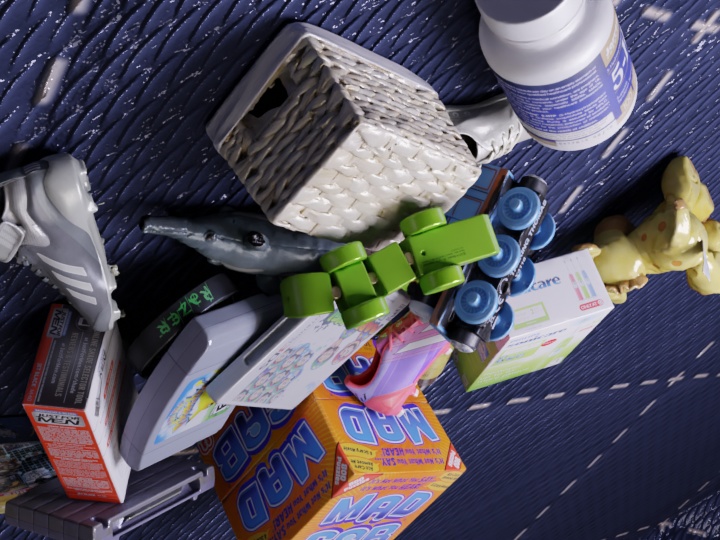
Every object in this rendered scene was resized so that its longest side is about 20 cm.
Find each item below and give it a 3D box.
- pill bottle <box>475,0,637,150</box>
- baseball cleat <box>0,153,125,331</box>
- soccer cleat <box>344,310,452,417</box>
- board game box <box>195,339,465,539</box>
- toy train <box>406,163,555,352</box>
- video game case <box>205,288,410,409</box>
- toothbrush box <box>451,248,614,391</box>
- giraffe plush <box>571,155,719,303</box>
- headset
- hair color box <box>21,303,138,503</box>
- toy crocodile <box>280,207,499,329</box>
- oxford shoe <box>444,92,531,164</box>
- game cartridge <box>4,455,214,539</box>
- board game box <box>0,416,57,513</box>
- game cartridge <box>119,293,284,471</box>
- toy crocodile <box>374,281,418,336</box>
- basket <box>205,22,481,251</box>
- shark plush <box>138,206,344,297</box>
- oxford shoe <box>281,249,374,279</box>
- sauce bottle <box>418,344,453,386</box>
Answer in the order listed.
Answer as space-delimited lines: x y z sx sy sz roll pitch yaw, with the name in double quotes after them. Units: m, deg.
0.171 -0.202 0.965 0.119 0.120 0.200 -36 149 7 "pill bottle"
-0.263 -0.016 0.917 0.106 0.070 0.201 -15 136 -14 "baseball cleat"
0.062 0.072 1.211 0.076 0.067 0.201 31 102 -13 "soccer cleat"
-0.041 0.217 1.300 0.199 0.201 0.200 9 131 -47 "board game box"
0.123 -0.016 1.134 0.201 0.114 0.087 -64 148 -9 "toy train"
-0.045 0.071 1.087 0.182 0.024 0.200 -43 162 7 "video game case"
0.205 0.066 1.362 0.144 0.087 0.200 -15 158 -17 "toothbrush box"
0.359 -0.026 1.363 0.161 0.174 0.200 -19 -163 29 "giraffe plush"
-0.165 0.071 1.068 0.123 0.094 0.200 -40 176 -16 "headset"
-0.266 0.134 1.060 0.063 0.112 0.201 5 144 1 "hair color box"
0.027 -0.001 0.935 0.199 0.068 0.062 -22 176 -16 "toy crocodile"
0.129 -0.136 1.086 0.199 0.058 0.076 -14 143 -30 "oxford shoe"
-0.266 0.242 1.170 0.129 0.039 0.200 3 -170 29 "game cartridge"
-0.405 0.207 1.127 0.199 0.035 0.136 4 135 -44 "board game box"
-0.156 0.111 1.047 0.133 0.041 0.201 -16 147 -49 "game cartridge"
0.040 0.012 1.224 0.199 0.062 0.068 -33 150 -6 "toy crocodile"
-0.009 -0.104 0.943 0.136 0.124 0.199 -46 146 23 "basket"
-0.104 -0.037 1.000 0.199 0.083 0.092 25 81 -32 "shark plush"
0.000 0.000 1.148 0.199 0.073 0.072 -20 148 -18 "oxford shoe"
0.098 0.062 1.331 0.064 0.065 0.201 -12 146 -29 "sauce bottle"
